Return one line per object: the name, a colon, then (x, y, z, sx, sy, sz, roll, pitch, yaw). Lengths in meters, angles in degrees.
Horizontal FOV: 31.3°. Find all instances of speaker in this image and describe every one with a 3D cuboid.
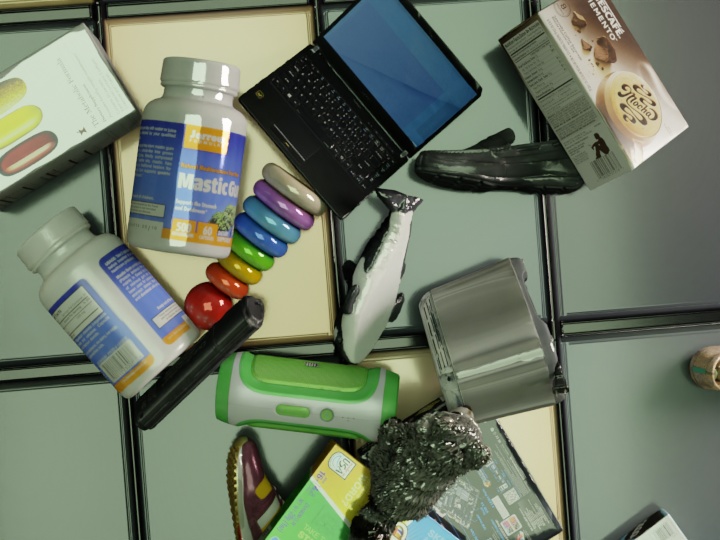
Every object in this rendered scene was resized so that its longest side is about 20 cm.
speaker: (-0.058, 0.140, 1.427, 0.198, 0.088, 0.089, 6, 90, 2)

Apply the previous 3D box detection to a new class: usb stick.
usb stick: (-0.178, 0.103, 1.411, 0.033, 0.056, 0.200, 38, 112, -24)

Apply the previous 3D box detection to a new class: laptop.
laptop: (0.002, -0.193, 1.422, 0.178, 0.103, 0.200, 49, 57, -2)

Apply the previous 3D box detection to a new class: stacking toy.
stacking toy: (-0.125, -0.017, 1.436, 0.085, 0.085, 0.201, 35, 93, -3)

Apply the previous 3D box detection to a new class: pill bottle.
pill bottle: (-0.181, -0.119, 1.362, 0.111, 0.112, 0.202, 8, 92, -3)
pill bottle: (-0.280, 0.031, 1.407, 0.112, 0.112, 0.200, -41, 92, -2)

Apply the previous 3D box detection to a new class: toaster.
toaster: (0.143, 0.086, 1.402, 0.128, 0.201, 0.114, -17, 134, 3)

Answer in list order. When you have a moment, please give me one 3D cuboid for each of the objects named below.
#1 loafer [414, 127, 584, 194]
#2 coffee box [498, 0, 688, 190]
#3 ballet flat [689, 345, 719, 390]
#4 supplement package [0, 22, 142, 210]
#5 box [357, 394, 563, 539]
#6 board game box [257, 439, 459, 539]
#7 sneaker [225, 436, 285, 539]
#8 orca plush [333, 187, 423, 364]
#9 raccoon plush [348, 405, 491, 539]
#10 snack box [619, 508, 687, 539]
loafer: (0.159, -0.126, 1.457, 0.199, 0.068, 0.071, 2, 82, -9)
coffee box: (0.260, -0.209, 1.433, 0.113, 0.080, 0.201, -33, 93, -33)
ballet flat: (0.481, 0.115, 1.474, 0.198, 0.067, 0.069, -6, 91, -4)
supplement package: (-0.351, -0.163, 1.402, 0.199, 0.110, 0.114, -32, 92, -3)
box: (0.113, 0.251, 1.464, 0.158, 0.046, 0.201, -32, 92, -2)
board game box: (0.003, 0.307, 1.402, 0.200, 0.040, 0.153, 38, 83, -6)
sneaker: (-0.097, 0.281, 1.445, 0.089, 0.075, 0.202, -9, 97, -12)
orca plush: (0.000, 0.000, 1.442, 0.071, 0.105, 0.202, 26, 118, 34)
raccoon plush: (0.066, 0.232, 1.325, 0.096, 0.134, 0.202, 19, 78, -18)
snack box: (0.306, 0.383, 1.480, 0.199, 0.037, 0.117, -36, 92, -3)
